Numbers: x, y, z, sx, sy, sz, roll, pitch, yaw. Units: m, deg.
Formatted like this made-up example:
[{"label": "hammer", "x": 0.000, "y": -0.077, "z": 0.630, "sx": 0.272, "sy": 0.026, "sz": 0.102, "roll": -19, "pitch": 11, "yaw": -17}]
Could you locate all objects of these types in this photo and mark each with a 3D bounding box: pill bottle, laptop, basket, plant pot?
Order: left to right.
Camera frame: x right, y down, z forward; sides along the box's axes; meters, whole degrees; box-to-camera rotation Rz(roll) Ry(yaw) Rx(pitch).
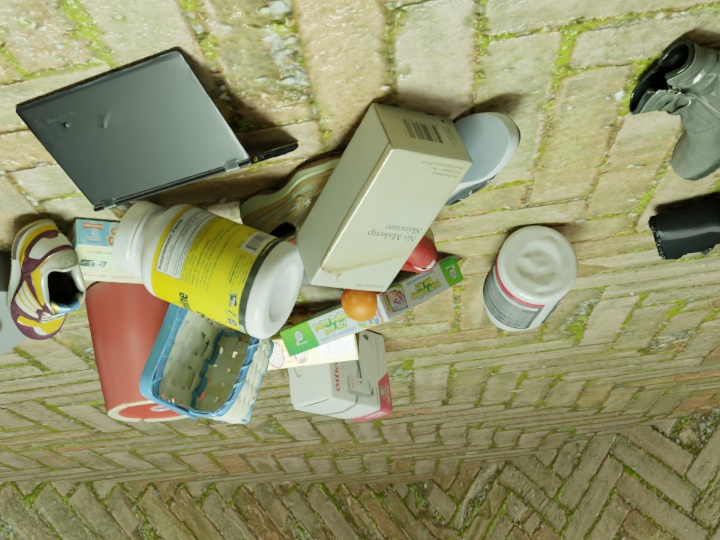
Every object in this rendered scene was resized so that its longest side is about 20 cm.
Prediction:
[{"label": "plant pot", "x": -0.294, "y": 0.117, "z": 1.464, "sx": 0.199, "sy": 0.179, "sz": 0.201, "roll": -6, "pitch": 161, "yaw": -2}, {"label": "laptop", "x": -0.193, "y": -0.139, "z": 1.012, "sx": 0.186, "sy": 0.117, "sz": 0.200, "roll": -13, "pitch": -171, "yaw": 21}, {"label": "basket", "x": -0.205, "y": 0.111, "z": 1.320, "sx": 0.138, "sy": 0.177, "sz": 0.200, "roll": 11, "pitch": 157, "yaw": 22}, {"label": "pill bottle", "x": -0.174, "y": -0.007, "z": 1.150, "sx": 0.199, "sy": 0.113, "sz": 0.113, "roll": 21, "pitch": 167, "yaw": 16}, {"label": "pill bottle", "x": 0.235, "y": 0.021, "z": 1.453, "sx": 0.110, "sy": 0.112, "sz": 0.200, "roll": -4, "pitch": 161, "yaw": -5}]

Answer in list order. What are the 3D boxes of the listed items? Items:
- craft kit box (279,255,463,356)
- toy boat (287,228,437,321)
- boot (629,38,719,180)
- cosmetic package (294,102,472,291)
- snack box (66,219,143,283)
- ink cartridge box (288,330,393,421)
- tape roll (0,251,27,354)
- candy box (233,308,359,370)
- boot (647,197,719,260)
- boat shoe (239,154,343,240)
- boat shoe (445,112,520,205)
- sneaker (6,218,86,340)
[{"label": "craft kit box", "x": 0.017, "y": 0.050, "z": 1.451, "sx": 0.199, "sy": 0.049, "sz": 0.197, "roll": -23, "pitch": 178, "yaw": 41}, {"label": "toy boat", "x": 0.000, "y": 0.000, "z": 1.286, "sx": 0.198, "sy": 0.132, "sz": 0.131, "roll": -11, "pitch": 161, "yaw": 14}, {"label": "boot", "x": 0.329, "y": -0.166, "z": 1.032, "sx": 0.130, "sy": 0.068, "sz": 0.200, "roll": 3, "pitch": 152, "yaw": -11}, {"label": "cosmetic package", "x": 0.020, "y": -0.072, "z": 1.071, "sx": 0.103, "sy": 0.073, "sz": 0.201, "roll": 5, "pitch": 135, "yaw": -30}, {"label": "snack box", "x": -0.274, "y": -0.019, "z": 1.289, "sx": 0.199, "sy": 0.037, "sz": 0.116, "roll": 4, "pitch": 157, "yaw": -28}, {"label": "ink cartridge box", "x": -0.035, "y": 0.173, "z": 1.751, "sx": 0.082, "sy": 0.148, "sz": 0.200, "roll": -18, "pitch": 158, "yaw": 28}, {"label": "tape roll", "x": -0.518, "y": 0.053, "z": 1.298, "sx": 0.199, "sy": 0.066, "sz": 0.201, "roll": -21, "pitch": 157, "yaw": -9}, {"label": "candy box", "x": -0.102, "y": 0.108, "z": 1.604, "sx": 0.198, "sy": 0.056, "sz": 0.116, "roll": -6, "pitch": -163, "yaw": 2}, {"label": "boot", "x": 0.457, "y": -0.072, "z": 1.323, "sx": 0.161, "sy": 0.074, "sz": 0.198, "roll": -11, "pitch": 161, "yaw": 25}, {"label": "boat shoe", "x": -0.058, "y": -0.067, "z": 1.157, "sx": 0.071, "sy": 0.077, "sz": 0.199, "roll": 12, "pitch": 154, "yaw": -42}, {"label": "boat shoe", "x": 0.119, "y": -0.115, "z": 1.102, "sx": 0.066, "sy": 0.070, "sz": 0.200, "roll": -15, "pitch": 165, "yaw": -33}, {"label": "sneaker", "x": -0.377, "y": 0.035, "z": 1.230, "sx": 0.075, "sy": 0.090, "sz": 0.201, "roll": -27, "pitch": 150, "yaw": -32}]
